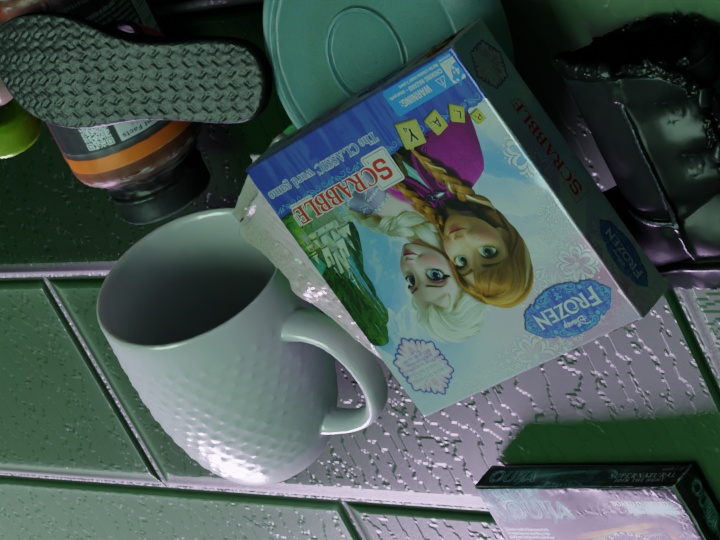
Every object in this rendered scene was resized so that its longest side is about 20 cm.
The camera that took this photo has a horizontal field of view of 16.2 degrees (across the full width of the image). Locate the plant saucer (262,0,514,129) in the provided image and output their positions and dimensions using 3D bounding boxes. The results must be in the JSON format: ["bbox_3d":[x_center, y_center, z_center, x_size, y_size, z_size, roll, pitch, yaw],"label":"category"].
[{"bbox_3d":[0.009,-0.137,1.595,0.199,0.027,0.201,18,119,35],"label":"plant saucer"}]

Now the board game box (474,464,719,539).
[{"bbox_3d":[0.185,0.198,1.806,0.199,0.028,0.136,-5,122,49],"label":"board game box"}]

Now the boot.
[{"bbox_3d":[0.161,-0.065,1.524,0.197,0.073,0.163,-4,125,40],"label":"boot"}]

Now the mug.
[{"bbox_3d":[-0.071,0.068,1.842,0.199,0.148,0.176,4,136,33],"label":"mug"}]

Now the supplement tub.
[{"bbox_3d":[-0.178,-0.133,1.774,0.107,0.107,0.201,3,128,44],"label":"supplement tub"}]

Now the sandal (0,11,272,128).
[{"bbox_3d":[-0.149,-0.131,1.679,0.199,0.045,0.076,7,109,16],"label":"sandal"}]

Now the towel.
[{"bbox_3d":[0.000,0.000,1.686,0.200,0.035,0.133,39,156,6],"label":"towel"}]

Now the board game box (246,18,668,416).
[{"bbox_3d":[0.056,-0.027,1.553,0.200,0.041,0.200,-28,102,44],"label":"board game box"}]

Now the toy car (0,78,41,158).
[{"bbox_3d":[-0.354,-0.152,1.824,0.158,0.199,0.165,-120,10,-46],"label":"toy car"}]

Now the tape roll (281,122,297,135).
[{"bbox_3d":[0.029,-0.034,1.715,0.200,0.048,0.201,27,141,24],"label":"tape roll"}]
